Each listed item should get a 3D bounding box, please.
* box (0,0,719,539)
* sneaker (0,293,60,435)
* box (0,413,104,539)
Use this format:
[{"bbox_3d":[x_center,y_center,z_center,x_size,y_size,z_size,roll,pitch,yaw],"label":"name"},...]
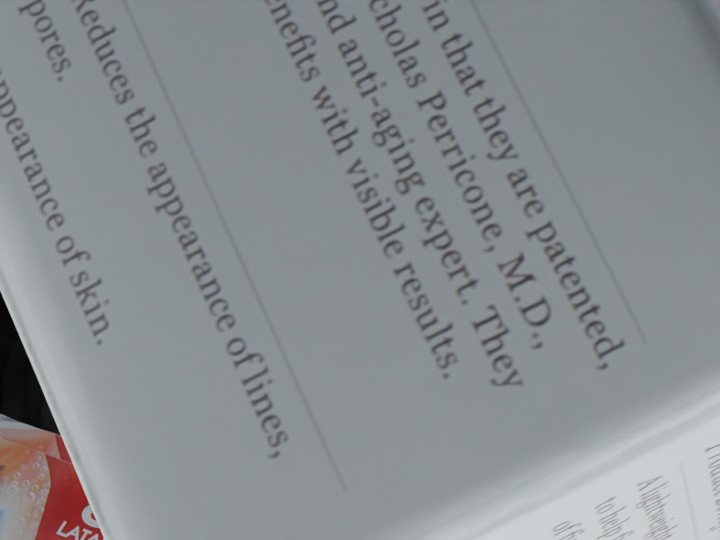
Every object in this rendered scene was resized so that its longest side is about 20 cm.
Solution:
[{"bbox_3d":[0.005,-0.014,0.538,0.201,0.130,0.199,64,1,22],"label":"box"},{"bbox_3d":[-0.078,0.017,0.749,0.200,0.090,0.076,-44,119,-67],"label":"sneaker"},{"bbox_3d":[-0.089,0.131,0.653,0.103,0.094,0.201,-58,156,-35],"label":"box"}]
